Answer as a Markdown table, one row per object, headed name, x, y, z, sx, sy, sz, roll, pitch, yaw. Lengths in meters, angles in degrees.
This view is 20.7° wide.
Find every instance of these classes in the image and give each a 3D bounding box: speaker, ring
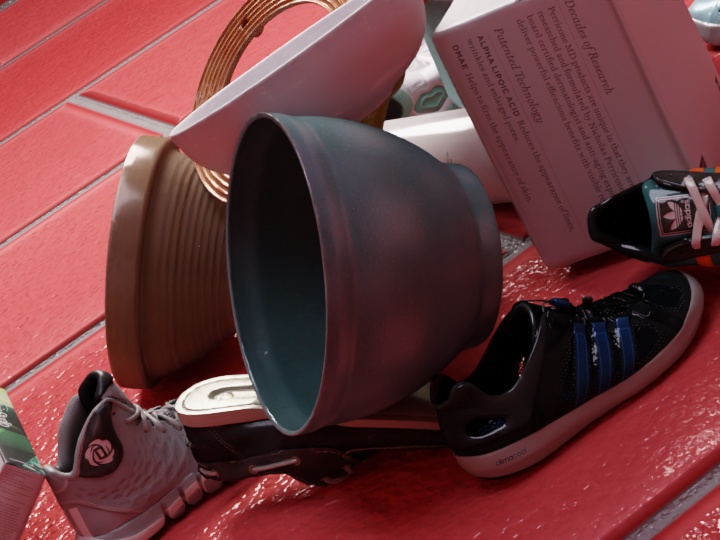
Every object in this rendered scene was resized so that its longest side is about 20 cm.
| name | x | y | z | sx | sy | sz | roll | pitch | yaw |
| --- | --- | --- | --- | --- | --- | --- | --- | --- | --- |
| speaker | 0.062 | -0.088 | 1.598 | 0.200 | 0.081 | 0.081 | -6 | 32 | 47 |
| ring | -0.056 | -0.140 | 1.491 | 0.200 | 0.019 | 0.201 | -24 | 55 | 39 |

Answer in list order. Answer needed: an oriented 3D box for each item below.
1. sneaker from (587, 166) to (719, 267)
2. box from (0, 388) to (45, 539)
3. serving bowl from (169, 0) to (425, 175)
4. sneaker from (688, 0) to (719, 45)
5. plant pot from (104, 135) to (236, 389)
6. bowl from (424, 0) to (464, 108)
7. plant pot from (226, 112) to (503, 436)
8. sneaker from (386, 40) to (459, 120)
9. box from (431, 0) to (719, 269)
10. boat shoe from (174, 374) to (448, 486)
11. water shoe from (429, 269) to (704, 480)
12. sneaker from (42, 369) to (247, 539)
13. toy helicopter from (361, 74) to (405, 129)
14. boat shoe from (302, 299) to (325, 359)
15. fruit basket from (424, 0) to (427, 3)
| name | x | y | z | sx | sy | sz | roll | pitch | yaw |
| --- | --- | --- | --- | --- | --- | --- | --- | --- | --- |
| sneaker | 0.228 | -0.032 | 1.247 | 0.080 | 0.072 | 0.200 | -2 | -6 | -36 |
| box | -0.283 | 0.173 | 1.414 | 0.145 | 0.036 | 0.200 | -65 | 24 | 6 |
| serving bowl | -0.032 | -0.124 | 1.345 | 0.200 | 0.066 | 0.200 | -34 | 10 | 7 |
| sneaker | 0.338 | -0.236 | 1.578 | 0.200 | 0.082 | 0.074 | -5 | 31 | 46 |
| plant pot | -0.137 | -0.003 | 1.560 | 0.093 | 0.201 | 0.201 | 5 | 28 | 4 |
| bowl | 0.143 | -0.182 | 1.621 | 0.200 | 0.105 | 0.201 | -5 | 13 | 1 |
| plant pot | 0.007 | -0.003 | 1.238 | 0.134 | 0.201 | 0.200 | -5 | 14 | -20 |
| sneaker | 0.047 | -0.163 | 1.804 | 0.200 | 0.078 | 0.140 | -19 | 20 | 0 |
| box | 0.166 | -0.142 | 1.420 | 0.131 | 0.200 | 0.199 | -20 | 21 | 23 |
| boat shoe | -0.022 | 0.107 | 1.303 | 0.200 | 0.068 | 0.072 | -3 | 21 | 20 |
| water shoe | 0.131 | 0.046 | 1.216 | 0.200 | 0.079 | 0.071 | -38 | 23 | -21 |
| sneaker | -0.136 | 0.102 | 1.376 | 0.200 | 0.116 | 0.075 | -40 | 24 | -24 |
| toy helicopter | -0.014 | -0.084 | 1.521 | 0.079 | 0.132 | 0.200 | 8 | 83 | 57 |
| boat shoe | 0.000 | 0.000 | 1.389 | 0.065 | 0.072 | 0.200 | -10 | 34 | 40 |
| fruit basket | 0.038 | -0.258 | 1.520 | 0.185 | 0.094 | 0.200 | -33 | 18 | 44 |
